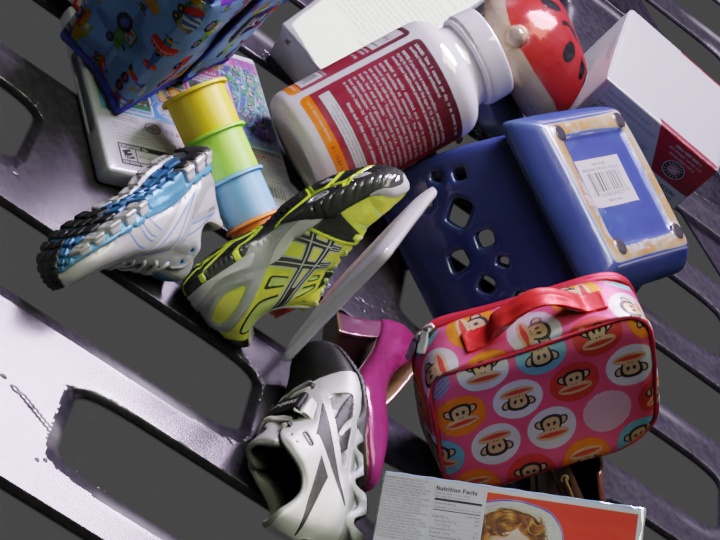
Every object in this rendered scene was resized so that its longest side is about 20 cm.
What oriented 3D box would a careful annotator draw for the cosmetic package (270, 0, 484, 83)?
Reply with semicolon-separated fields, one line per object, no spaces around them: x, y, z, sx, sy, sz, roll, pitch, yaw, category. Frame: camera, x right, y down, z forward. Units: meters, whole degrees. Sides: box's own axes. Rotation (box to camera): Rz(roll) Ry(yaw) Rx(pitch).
0.024;-0.235;1.934;0.200;0.071;0.102;-39;85;-21;cosmetic package

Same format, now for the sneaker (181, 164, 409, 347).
-0.044;-0.015;1.647;0.077;0.200;0.075;57;3;-13;sneaker

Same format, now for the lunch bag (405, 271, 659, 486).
0.142;0.083;1.674;0.199;0.177;0.082;-15;44;-5;lunch bag

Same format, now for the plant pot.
0.166;-0.038;1.854;0.200;0.180;0.201;-13;74;-52;plant pot

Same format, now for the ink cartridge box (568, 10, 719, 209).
0.242;-0.119;2.021;0.145;0.200;0.145;38;38;-10;ink cartridge box

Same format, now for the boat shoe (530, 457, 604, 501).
0.181;0.163;1.772;0.070;0.070;0.200;27;38;-26;boat shoe

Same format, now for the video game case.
-0.155;-0.132;1.769;0.199;0.024;0.183;13;46;-38;video game case

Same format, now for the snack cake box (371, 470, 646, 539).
0.106;0.226;1.529;0.199;0.067;0.115;8;61;6;snack cake box

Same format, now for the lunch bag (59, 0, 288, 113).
-0.129;-0.227;1.740;0.094;0.151;0.200;54;36;12;lunch bag

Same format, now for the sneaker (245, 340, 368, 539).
-0.046;0.125;1.578;0.088;0.074;0.201;25;39;-30;sneaker

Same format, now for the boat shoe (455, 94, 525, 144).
0.115;-0.159;1.968;0.199;0.068;0.074;-49;126;-74;boat shoe

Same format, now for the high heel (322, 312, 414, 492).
0.025;0.109;1.671;0.096;0.068;0.200;17;39;-20;high heel

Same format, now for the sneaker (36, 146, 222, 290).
-0.169;-0.022;1.608;0.200;0.075;0.087;-38;116;-44;sneaker

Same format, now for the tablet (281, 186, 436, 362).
0.000;0.000;1.670;0.014;0.130;0.200;43;21;-2;tablet

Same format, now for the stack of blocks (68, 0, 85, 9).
-0.210;-0.294;1.826;0.115;0.059;0.200;41;30;10;stack of blocks

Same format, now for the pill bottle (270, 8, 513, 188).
0.030;-0.149;1.816;0.199;0.113;0.113;-29;72;-10;pill bottle

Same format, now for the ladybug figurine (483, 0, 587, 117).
0.165;-0.205;1.901;0.200;0.072;0.136;-3;73;-79;ladybug figurine

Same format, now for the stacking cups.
-0.100;-0.057;1.701;0.060;0.060;0.201;-23;91;-54;stacking cups
